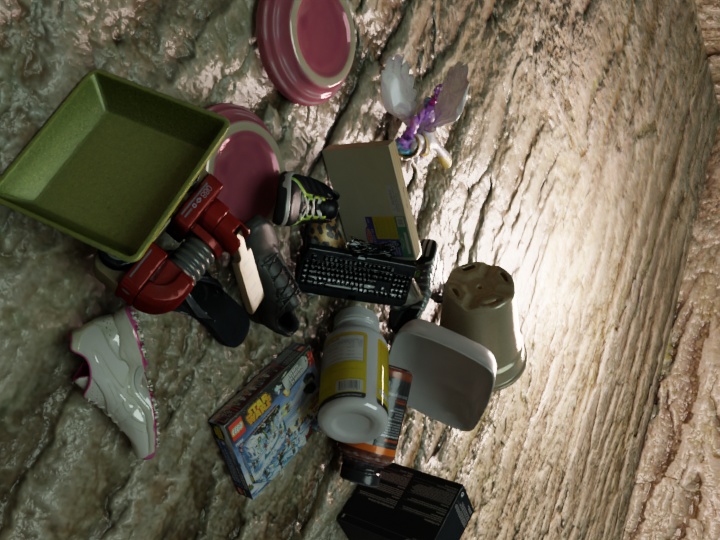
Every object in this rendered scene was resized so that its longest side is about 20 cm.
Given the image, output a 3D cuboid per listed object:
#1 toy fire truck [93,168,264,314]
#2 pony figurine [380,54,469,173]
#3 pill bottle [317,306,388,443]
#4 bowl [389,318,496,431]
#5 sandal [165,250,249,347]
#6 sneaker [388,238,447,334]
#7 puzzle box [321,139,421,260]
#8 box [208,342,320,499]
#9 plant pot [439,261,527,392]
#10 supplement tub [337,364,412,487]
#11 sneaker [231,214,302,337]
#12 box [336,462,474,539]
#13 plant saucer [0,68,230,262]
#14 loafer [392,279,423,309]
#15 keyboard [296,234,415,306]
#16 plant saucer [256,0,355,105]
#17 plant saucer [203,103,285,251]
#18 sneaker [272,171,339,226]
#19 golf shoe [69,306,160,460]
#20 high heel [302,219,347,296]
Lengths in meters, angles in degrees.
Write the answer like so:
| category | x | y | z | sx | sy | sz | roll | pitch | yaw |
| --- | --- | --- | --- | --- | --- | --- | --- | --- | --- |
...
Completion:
| category | x | y | z | sx | sy | sz | roll | pitch | yaw |
| --- | --- | --- | --- | --- | --- | --- | --- | --- | --- |
| toy fire truck | -0.204 | -0.009 | 0.897 | 0.199 | 0.128 | 0.178 | 39 | 65 | -10 |
| pony figurine | 0.121 | -0.275 | 1.315 | 0.199 | 0.162 | 0.199 | -16 | 115 | -65 |
| pill bottle | -0.009 | 0.161 | 1.166 | 0.113 | 0.110 | 0.203 | 55 | 26 | -39 |
| bowl | 0.147 | 0.178 | 1.319 | 0.203 | 0.196 | 0.075 | 101 | 17 | -45 |
| sandal | -0.211 | 0.037 | 0.990 | 0.200 | 0.042 | 0.078 | 43 | 61 | -45 |
| sneaker | 0.125 | 0.052 | 1.400 | 0.116 | 0.074 | 0.204 | 48 | 57 | -46 |
| puzzle box | 0.020 | -0.111 | 1.197 | 0.025 | 0.130 | 0.204 | -46 | 129 | -46 |
| box | -0.131 | 0.225 | 1.116 | 0.199 | 0.039 | 0.140 | -41 | 125 | -42 |
| plant pot | 0.226 | 0.095 | 1.398 | 0.201 | 0.197 | 0.187 | -47 | 143 | -37 |
| supplement tub | 0.021 | 0.263 | 1.261 | 0.106 | 0.105 | 0.205 | 25 | 75 | -49 |
| sneaker | -0.122 | 0.010 | 1.025 | 0.076 | 0.090 | 0.203 | -39 | 142 | -28 |
| box | 0.078 | 0.429 | 1.280 | 0.142 | 0.196 | 0.080 | -48 | 129 | -35 |
| plant saucer | -0.268 | -0.111 | 0.809 | 0.048 | 0.196 | 0.203 | 85 | 30 | -61 |
| loafer | 0.063 | -0.031 | 1.298 | 0.072 | 0.061 | 0.205 | -81 | 157 | -66 |
| keyboard | 0.000 | 0.000 | 1.152 | 0.195 | 0.040 | 0.107 | 8 | 101 | -24 |
| plant saucer | -0.071 | -0.356 | 1.106 | 0.198 | 0.050 | 0.207 | -10 | 103 | -51 |
| plant saucer | -0.172 | -0.128 | 1.016 | 0.198 | 0.050 | 0.207 | -10 | 103 | -51 |
| sneaker | -0.071 | -0.104 | 1.057 | 0.200 | 0.081 | 0.074 | -56 | 158 | -74 |
| golf shoe | -0.296 | 0.144 | 0.888 | 0.089 | 0.075 | 0.205 | -13 | 112 | -20 |
| high heel | -0.012 | -0.029 | 1.210 | 0.197 | 0.071 | 0.147 | 5 | 97 | -43 |
